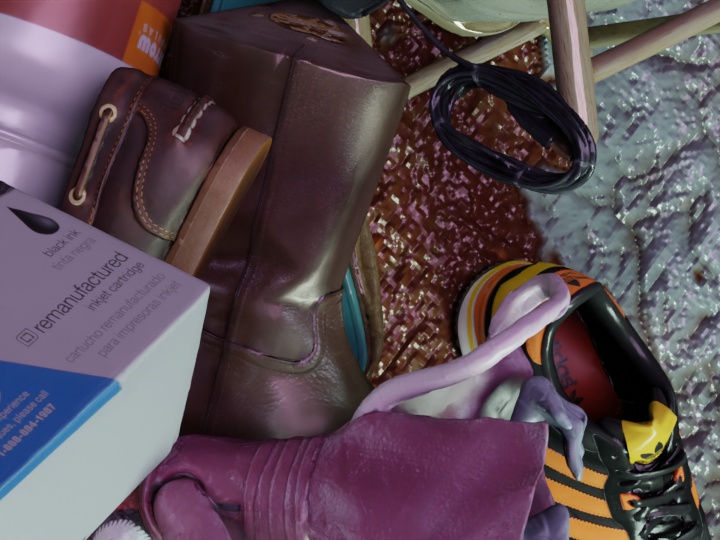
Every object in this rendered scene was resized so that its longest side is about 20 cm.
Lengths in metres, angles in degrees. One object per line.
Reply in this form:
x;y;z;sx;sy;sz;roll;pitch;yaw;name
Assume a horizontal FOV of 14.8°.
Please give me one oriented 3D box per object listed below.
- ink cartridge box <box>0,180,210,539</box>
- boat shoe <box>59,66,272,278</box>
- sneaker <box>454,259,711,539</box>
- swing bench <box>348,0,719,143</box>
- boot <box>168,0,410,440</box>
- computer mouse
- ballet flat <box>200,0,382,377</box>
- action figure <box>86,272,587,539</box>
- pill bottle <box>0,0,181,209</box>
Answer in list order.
-0.177;0.026;0.963;0.200;0.086;0.146;27;38;13;ink cartridge box
-0.106;0.018;1.062;0.070;0.070;0.200;27;101;0;boat shoe
0.114;0.087;1.222;0.070;0.090;0.200;-32;102;-21;sneaker
0.053;-0.159;1.135;0.130;0.199;0.200;-27;102;-22;swing bench
0.000;0.000;1.096;0.186;0.064;0.200;13;104;0;boot
0.021;-0.103;1.061;0.059;0.034;0.200;-45;73;18;computer mouse
-0.027;-0.046;1.158;0.068;0.072;0.200;-10;106;5;ballet flat
-0.021;0.085;1.018;0.200;0.134;0.149;-1;102;10;action figure
-0.124;-0.121;1.102;0.112;0.112;0.200;20;82;-23;pill bottle
